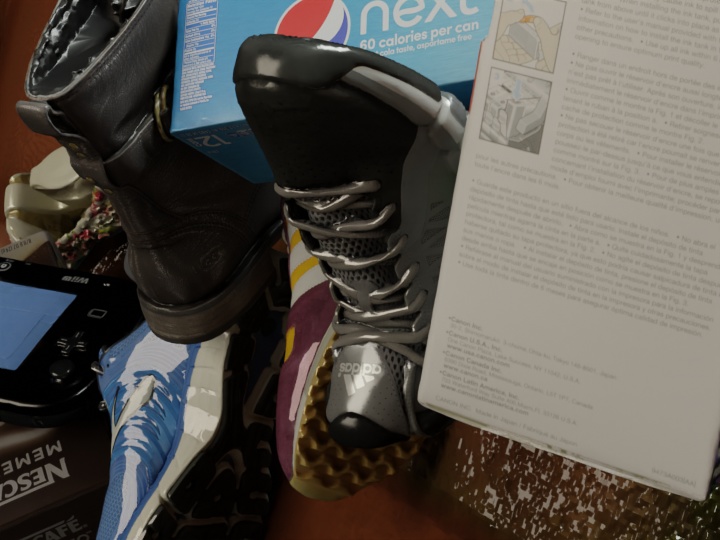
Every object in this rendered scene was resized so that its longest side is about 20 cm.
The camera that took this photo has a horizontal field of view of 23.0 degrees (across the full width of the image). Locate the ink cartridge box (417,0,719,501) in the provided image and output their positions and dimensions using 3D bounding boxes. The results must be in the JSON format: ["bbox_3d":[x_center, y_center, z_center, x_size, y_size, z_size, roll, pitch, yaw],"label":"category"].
[{"bbox_3d":[0.091,-0.036,0.588,0.109,0.050,0.200,17,108,25],"label":"ink cartridge box"}]

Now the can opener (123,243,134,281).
[{"bbox_3d":[-0.072,-0.081,0.919,0.066,0.053,0.200,36,109,54],"label":"can opener"}]

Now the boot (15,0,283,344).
[{"bbox_3d":[-0.069,-0.083,0.773,0.069,0.174,0.200,5,49,23],"label":"boot"}]

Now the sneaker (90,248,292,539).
[{"bbox_3d":[-0.088,0.078,0.859,0.089,0.079,0.200,22,90,42],"label":"sneaker"}]

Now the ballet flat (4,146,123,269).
[{"bbox_3d":[-0.173,-0.046,1.048,0.200,0.064,0.076,-29,57,49],"label":"ballet flat"}]

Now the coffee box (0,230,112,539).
[{"bbox_3d":[-0.190,0.085,0.968,0.080,0.113,0.200,72,173,-46],"label":"coffee box"}]

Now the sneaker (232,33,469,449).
[{"bbox_3d":[0.007,0.004,0.640,0.075,0.200,0.116,9,73,34],"label":"sneaker"}]

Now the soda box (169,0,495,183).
[{"bbox_3d":[0.028,-0.085,0.686,0.200,0.068,0.064,-6,71,27],"label":"soda box"}]

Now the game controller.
[{"bbox_3d":[-0.210,0.030,0.940,0.200,0.042,0.104,10,50,23],"label":"game controller"}]

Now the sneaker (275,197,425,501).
[{"bbox_3d":[0.000,0.000,0.771,0.090,0.075,0.200,9,78,55],"label":"sneaker"}]
